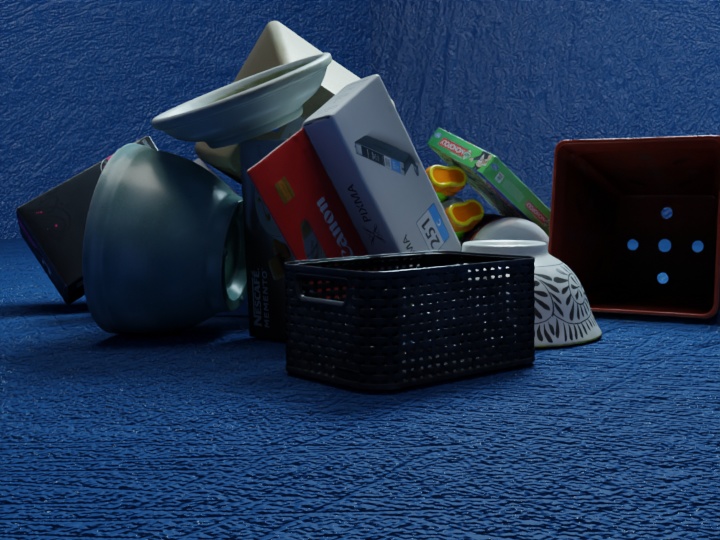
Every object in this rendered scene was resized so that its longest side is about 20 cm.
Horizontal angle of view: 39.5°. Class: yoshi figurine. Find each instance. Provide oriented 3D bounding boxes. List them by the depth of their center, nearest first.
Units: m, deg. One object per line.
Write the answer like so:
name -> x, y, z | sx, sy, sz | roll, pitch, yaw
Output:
yoshi figurine -> 0.068, -0.049, 1.293 | 0.111, 0.113, 0.200 | 29, -33, -8

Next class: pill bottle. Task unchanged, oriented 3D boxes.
pill bottle -> 0.175, -0.015, 1.298 | 0.111, 0.114, 0.200 | -1, 5, -5

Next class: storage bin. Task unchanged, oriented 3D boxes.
storage bin -> 0.044, 0.037, 0.859 | 0.198, 0.095, 0.134 | -6, 8, -39

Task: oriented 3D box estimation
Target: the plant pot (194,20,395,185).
plant pot -> -0.073, -0.164, 1.227 | 0.199, 0.201, 0.177 | 31, 9, -15

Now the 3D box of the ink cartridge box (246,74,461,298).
ink cartridge box -> 0.003, -0.055, 0.945 | 0.044, 0.202, 0.176 | -10, 26, 41

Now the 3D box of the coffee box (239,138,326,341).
coffee box -> -0.055, -0.033, 1.019 | 0.113, 0.203, 0.079 | 6, 10, 44

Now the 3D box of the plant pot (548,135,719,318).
plant pot -> 0.350, -0.043, 1.217 | 0.197, 0.203, 0.176 | 2, -4, 29

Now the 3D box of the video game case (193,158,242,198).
video game case -> -0.114, -0.044, 1.239 | 0.200, 0.022, 0.182 | 44, -2, -35

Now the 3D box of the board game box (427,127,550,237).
board game box -> 0.185, -0.098, 1.281 | 0.199, 0.029, 0.134 | 38, 2, -35

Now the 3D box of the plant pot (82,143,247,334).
plant pot -> -0.187, -0.024, 1.057 | 0.132, 0.204, 0.200 | 9, 7, 10

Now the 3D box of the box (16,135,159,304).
box -> -0.335, -0.066, 1.327 | 0.199, 0.123, 0.106 | -35, -4, -21

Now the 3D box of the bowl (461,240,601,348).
bowl -> 0.150, 0.018, 1.039 | 0.197, 0.096, 0.201 | 0, 6, 0

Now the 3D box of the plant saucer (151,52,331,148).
plant saucer -> -0.116, -0.168, 1.038 | 0.197, 0.051, 0.200 | -18, 16, 5

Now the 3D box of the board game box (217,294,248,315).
board game box -> -0.206, 0.018, 1.303 | 0.197, 0.057, 0.196 | 0, 6, 5
